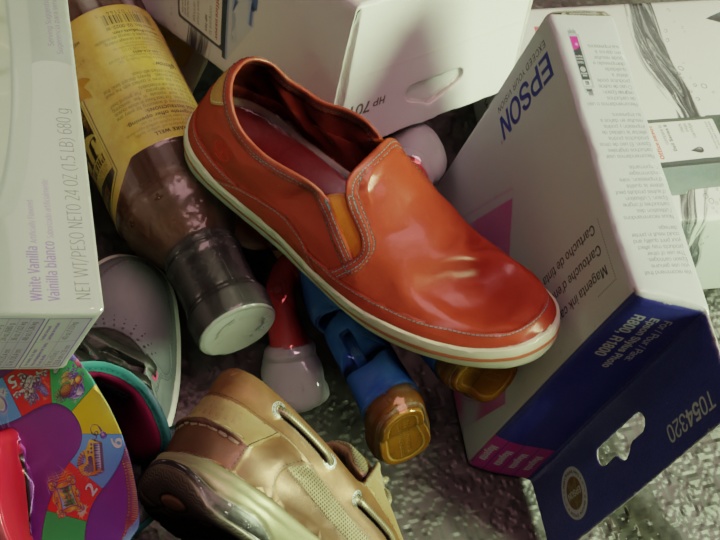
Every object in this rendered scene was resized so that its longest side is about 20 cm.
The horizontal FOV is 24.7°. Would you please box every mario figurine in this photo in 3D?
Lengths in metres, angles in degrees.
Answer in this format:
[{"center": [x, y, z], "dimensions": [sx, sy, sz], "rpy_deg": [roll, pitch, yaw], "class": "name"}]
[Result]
[{"center": [0.000, 0.000, 0.832], "dimensions": [0.122, 0.107, 0.201], "rpy_deg": [-14, 54, -29], "class": "mario figurine"}]

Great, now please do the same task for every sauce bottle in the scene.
[{"center": [-0.099, -0.051, 0.803], "dimensions": [0.064, 0.065, 0.201], "rpy_deg": [-13, 58, -27], "class": "sauce bottle"}]

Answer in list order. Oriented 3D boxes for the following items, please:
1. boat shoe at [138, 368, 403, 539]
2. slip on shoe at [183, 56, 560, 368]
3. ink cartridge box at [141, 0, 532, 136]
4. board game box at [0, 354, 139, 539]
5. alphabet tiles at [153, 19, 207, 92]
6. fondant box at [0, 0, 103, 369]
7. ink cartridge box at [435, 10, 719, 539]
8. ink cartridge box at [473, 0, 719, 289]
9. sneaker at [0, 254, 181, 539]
[{"center": [-0.013, 0.112, 0.714], "dimensions": [0.200, 0.075, 0.074], "rpy_deg": [49, 57, -45], "class": "boat shoe"}, {"center": [0.006, -0.026, 0.744], "dimensions": [0.199, 0.061, 0.074], "rpy_deg": [37, 50, 10], "class": "slip on shoe"}, {"center": [-0.027, -0.162, 0.864], "dimensions": [0.199, 0.087, 0.146], "rpy_deg": [36, 41, 30], "class": "ink cartridge box"}, {"center": [-0.186, 0.106, 0.654], "dimensions": [0.157, 0.039, 0.201], "rpy_deg": [35, 96, 8], "class": "board game box"}, {"center": [-0.183, -0.131, 0.878], "dimensions": [0.198, 0.015, 0.197], "rpy_deg": [26, 56, -6], "class": "alphabet tiles"}, {"center": [-0.204, -0.040, 0.616], "dimensions": [0.198, 0.058, 0.146], "rpy_deg": [1, 66, -26], "class": "fondant box"}, {"center": [0.092, 0.014, 0.794], "dimensions": [0.043, 0.197, 0.202], "rpy_deg": [-1, 62, -21], "class": "ink cartridge box"}, {"center": [0.176, -0.069, 0.922], "dimensions": [0.198, 0.084, 0.147], "rpy_deg": [-5, 62, -11], "class": "ink cartridge box"}, {"center": [-0.117, 0.058, 0.732], "dimensions": [0.083, 0.121, 0.202], "rpy_deg": [18, 57, -11], "class": "sneaker"}]
